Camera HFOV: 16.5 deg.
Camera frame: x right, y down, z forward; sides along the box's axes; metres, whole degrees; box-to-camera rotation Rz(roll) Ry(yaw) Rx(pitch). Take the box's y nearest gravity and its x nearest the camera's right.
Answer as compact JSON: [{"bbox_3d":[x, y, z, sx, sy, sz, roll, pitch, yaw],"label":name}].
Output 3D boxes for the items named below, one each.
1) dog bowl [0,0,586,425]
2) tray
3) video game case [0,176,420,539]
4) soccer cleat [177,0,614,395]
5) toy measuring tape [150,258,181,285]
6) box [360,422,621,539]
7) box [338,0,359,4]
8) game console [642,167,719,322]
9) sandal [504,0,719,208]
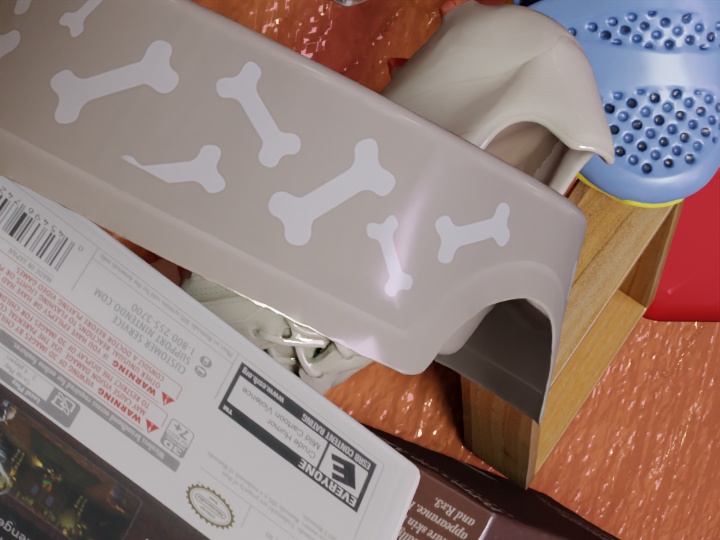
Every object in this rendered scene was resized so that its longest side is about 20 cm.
[{"bbox_3d":[-0.029,-0.028,0.665,0.200,0.200,0.059,25,93,-55],"label":"dog bowl"},{"bbox_3d":[0.078,0.020,0.950,0.099,0.037,0.200,-55,169,-9],"label":"tray"},{"bbox_3d":[-0.087,0.056,0.666,0.023,0.200,0.182,-46,-169,36],"label":"video game case"},{"bbox_3d":[0.000,0.000,0.789,0.069,0.078,0.200,21,121,-41],"label":"soccer cleat"},{"bbox_3d":[0.005,-0.012,0.887,0.199,0.074,0.074,-29,135,-23],"label":"toy measuring tape"},{"bbox_3d":[0.048,0.122,0.997,0.200,0.100,0.075,23,95,-56],"label":"box"},{"bbox_3d":[0.014,-0.193,0.752,0.100,0.075,0.201,-22,131,-41],"label":"box"},{"bbox_3d":[0.194,-0.089,1.106,0.171,0.119,0.201,1,116,-18],"label":"game console"},{"bbox_3d":[0.089,-0.122,0.832,0.079,0.087,0.201,-6,87,-9],"label":"sandal"}]
